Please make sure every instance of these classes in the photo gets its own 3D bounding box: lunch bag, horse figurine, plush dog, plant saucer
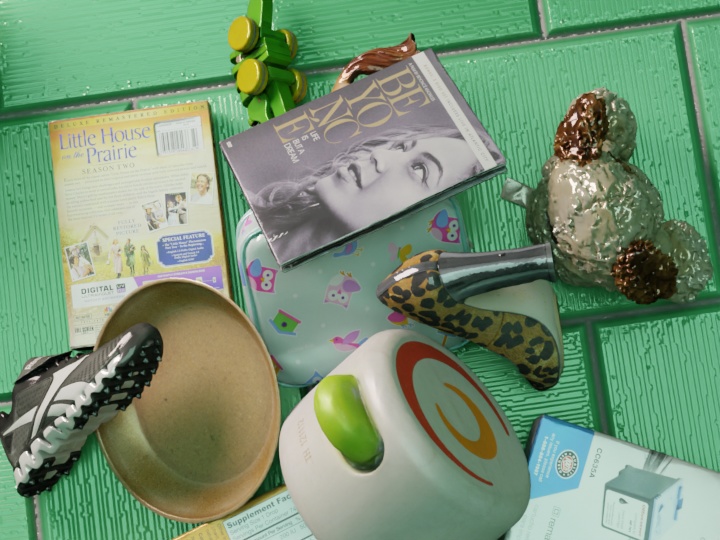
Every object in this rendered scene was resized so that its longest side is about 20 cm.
[{"bbox_3d":[0.000,0.000,1.341,0.198,0.077,0.162,-14,107,-2],"label":"lunch bag"},{"bbox_3d":[0.004,-0.105,1.393,0.131,0.050,0.203,8,88,9],"label":"horse figurine"},{"bbox_3d":[0.192,-0.046,1.321,0.159,0.172,0.202,-28,83,-2],"label":"plush dog"},{"bbox_3d":[-0.139,0.106,1.332,0.198,0.035,0.203,3,96,32],"label":"plant saucer"}]

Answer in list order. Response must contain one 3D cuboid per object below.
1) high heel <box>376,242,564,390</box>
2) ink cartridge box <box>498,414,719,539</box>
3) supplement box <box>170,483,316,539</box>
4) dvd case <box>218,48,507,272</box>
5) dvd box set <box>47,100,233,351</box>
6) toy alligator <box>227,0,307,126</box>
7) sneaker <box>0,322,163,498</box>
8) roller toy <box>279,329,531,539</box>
[{"bbox_3d":[0.093,0.046,1.313,0.141,0.201,0.072,-8,53,6],"label":"high heel"},{"bbox_3d":[0.219,0.219,1.327,0.198,0.086,0.148,17,82,5],"label":"ink cartridge box"},{"bbox_3d":[-0.114,0.240,1.340,0.198,0.067,0.069,-24,80,-3],"label":"supplement box"},{"bbox_3d":[0.000,-0.093,1.306,0.198,0.016,0.149,-24,52,-6],"label":"dvd case"},{"bbox_3d":[-0.190,-0.039,1.399,0.144,0.029,0.203,-8,82,1],"label":"dvd box set"},{"bbox_3d":[-0.082,-0.152,1.396,0.054,0.059,0.202,-29,65,38],"label":"toy alligator"},{"bbox_3d":[-0.243,0.096,1.336,0.200,0.066,0.091,-46,70,27],"label":"sneaker"},{"bbox_3d":[0.033,0.156,1.272,0.200,0.183,0.140,47,113,-4],"label":"roller toy"}]
